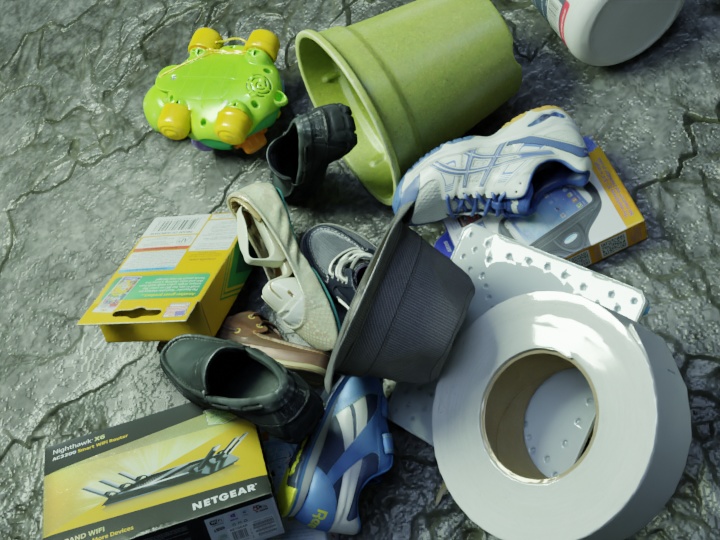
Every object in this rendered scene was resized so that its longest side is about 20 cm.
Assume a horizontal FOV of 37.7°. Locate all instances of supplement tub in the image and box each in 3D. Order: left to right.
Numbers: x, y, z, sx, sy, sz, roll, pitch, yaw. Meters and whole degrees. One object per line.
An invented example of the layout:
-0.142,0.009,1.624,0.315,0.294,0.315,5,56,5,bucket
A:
0.238,-0.329,1.122,0.140,0.140,0.201,-30,58,3,supplement tub

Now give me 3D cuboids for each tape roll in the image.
0.158,0.120,0.847,0.202,0.071,0.204,-13,68,36,tape roll

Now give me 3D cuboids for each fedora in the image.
0.039,0.036,0.892,0.090,0.200,0.178,24,81,-2,fedora

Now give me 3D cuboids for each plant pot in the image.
0.060,-0.200,1.108,0.184,0.201,0.201,-31,57,-11,plant pot

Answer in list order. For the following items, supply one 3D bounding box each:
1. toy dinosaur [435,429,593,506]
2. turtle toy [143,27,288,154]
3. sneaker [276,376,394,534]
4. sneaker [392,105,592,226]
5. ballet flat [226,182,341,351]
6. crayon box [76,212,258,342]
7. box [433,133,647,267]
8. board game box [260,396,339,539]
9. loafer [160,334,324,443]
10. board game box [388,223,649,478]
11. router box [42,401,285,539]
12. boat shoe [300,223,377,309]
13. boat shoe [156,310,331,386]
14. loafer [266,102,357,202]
0.148,0.144,0.957,0.199,0.058,0.102,-17,60,11,toy dinosaur
-0.170,-0.197,1.227,0.199,0.101,0.146,7,64,24,turtle toy
-0.006,0.151,0.976,0.082,0.074,0.201,28,64,-6,sneaker
0.128,-0.086,1.029,0.199,0.075,0.088,-26,57,6,sneaker
-0.085,0.001,1.091,0.062,0.067,0.201,-12,67,-35,ballet flat
-0.192,0.014,1.103,0.125,0.052,0.200,-3,33,19,crayon box
0.169,-0.043,1.058,0.199,0.042,0.119,-25,58,4,box
-0.119,0.232,1.017,0.199,0.041,0.201,-9,61,16,board game box
-0.115,0.091,0.938,0.200,0.070,0.068,18,62,43,loafer
0.135,0.081,0.941,0.199,0.026,0.201,25,93,40,board game box
-0.179,0.195,0.942,0.199,0.052,0.157,-17,32,-6,router box
0.000,0.000,1.064,0.075,0.093,0.200,-44,58,-9,boat shoe
-0.116,0.072,1.083,0.199,0.072,0.068,8,69,26,boat shoe
-0.067,-0.120,1.102,0.070,0.200,0.068,-8,79,-23,loafer
